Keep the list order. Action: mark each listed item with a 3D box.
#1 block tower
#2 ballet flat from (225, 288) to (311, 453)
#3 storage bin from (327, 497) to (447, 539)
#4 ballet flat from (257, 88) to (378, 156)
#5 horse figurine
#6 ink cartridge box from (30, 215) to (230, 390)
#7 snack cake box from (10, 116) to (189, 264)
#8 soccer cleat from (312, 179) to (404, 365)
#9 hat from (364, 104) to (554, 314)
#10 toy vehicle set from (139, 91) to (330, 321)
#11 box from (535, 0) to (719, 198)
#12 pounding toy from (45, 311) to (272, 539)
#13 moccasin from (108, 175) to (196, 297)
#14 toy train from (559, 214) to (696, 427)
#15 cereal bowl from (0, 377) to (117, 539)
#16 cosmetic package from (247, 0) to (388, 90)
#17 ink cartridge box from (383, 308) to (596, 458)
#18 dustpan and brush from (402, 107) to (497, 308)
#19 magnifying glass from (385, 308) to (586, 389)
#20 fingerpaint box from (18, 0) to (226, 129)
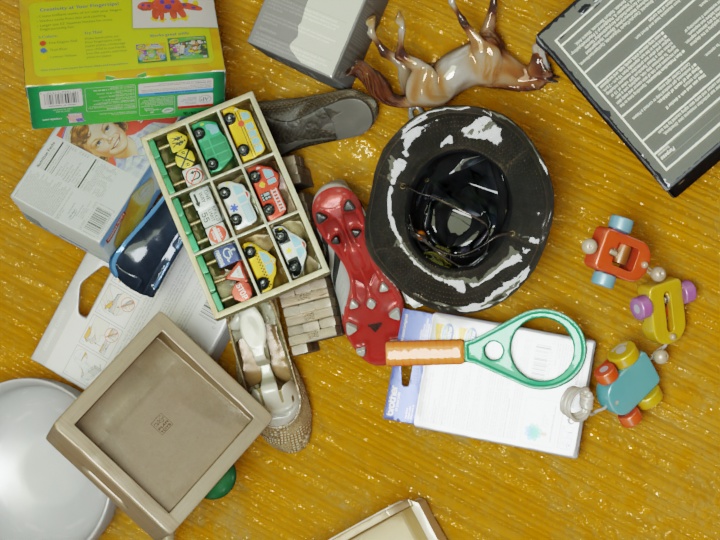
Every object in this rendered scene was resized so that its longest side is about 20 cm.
[{"bbox_3d":[-0.062,-0.015,1.686,0.057,0.054,0.201,-14,85,13],"label":"block tower"},{"bbox_3d":[-0.100,0.099,1.663,0.070,0.065,0.201,-18,98,3],"label":"ballet flat"},{"bbox_3d":[0.017,0.361,1.631,0.198,0.094,0.201,-31,81,11],"label":"storage bin"},{"bbox_3d":[-0.075,-0.157,1.704,0.199,0.046,0.068,-10,117,19],"label":"ballet flat"},{"bbox_3d":[0.087,-0.217,1.649,0.199,0.050,0.133,-23,111,5],"label":"horse figurine"},{"bbox_3d":[-0.228,0.052,1.728,0.176,0.045,0.201,30,94,13],"label":"ink cartridge box"},{"bbox_3d":[-0.261,-0.122,1.701,0.115,0.067,0.201,27,74,15],"label":"snack cake box"},{"bbox_3d":[0.000,0.000,1.666,0.068,0.085,0.201,-17,108,8],"label":"soccer cleat"},{"bbox_3d":[0.103,-0.063,1.589,0.199,0.081,0.202,2,99,15],"label":"hat"},{"bbox_3d":[-0.126,-0.064,1.623,0.124,0.027,0.201,-24,83,-2],"label":"toy vehicle set"},{"bbox_3d":[0.312,-0.209,1.567,0.200,0.123,0.199,-40,78,11],"label":"box"},{"bbox_3d":[-0.200,0.186,1.636,0.200,0.142,0.184,43,70,-3],"label":"pounding toy"},{"bbox_3d":[-0.176,-0.058,1.679,0.068,0.080,0.200,41,86,-6],"label":"moccasin"},{"bbox_3d":[0.247,0.050,1.581,0.150,0.056,0.201,13,93,-30],"label":"toy train"},{"bbox_3d":[-0.340,0.214,1.729,0.199,0.083,0.201,-1,87,13],"label":"cereal bowl"},{"bbox_3d":[-0.025,-0.301,1.674,0.106,0.090,0.201,26,91,13],"label":"cosmetic package"},{"bbox_3d":[0.131,0.112,1.636,0.199,0.042,0.120,10,90,8],"label":"ink cartridge box"},{"bbox_3d":[0.083,-0.078,1.660,0.139,0.057,0.201,-19,90,9],"label":"dustpan and brush"},{"bbox_3d":[0.124,0.080,1.608,0.199,0.022,0.080,-2,87,10],"label":"magnifying glass"},{"bbox_3d":[-0.247,-0.237,1.665,0.199,0.074,0.168,-6,57,-10],"label":"fingerpaint box"}]
